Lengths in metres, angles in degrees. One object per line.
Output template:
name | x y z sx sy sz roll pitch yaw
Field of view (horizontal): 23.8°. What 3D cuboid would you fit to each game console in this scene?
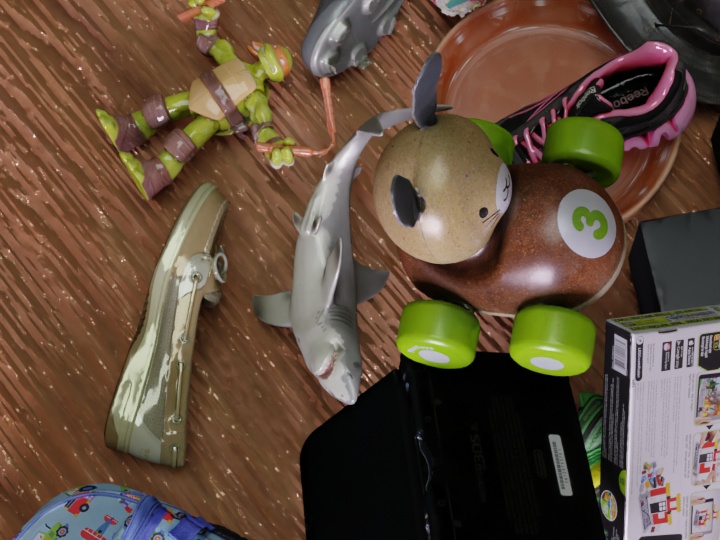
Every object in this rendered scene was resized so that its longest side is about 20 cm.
game console | 0.058 0.163 1.142 0.174 0.117 0.201 3 46 -12

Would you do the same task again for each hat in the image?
hat | 0.265 -0.229 1.279 0.198 0.081 0.203 4 72 -13

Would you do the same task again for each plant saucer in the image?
plant saucer | 0.142 -0.114 1.289 0.198 0.032 0.203 0 71 1

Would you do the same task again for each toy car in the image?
toy car | 0.072 -0.047 1.079 0.156 0.200 0.166 2 67 26

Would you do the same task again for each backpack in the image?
backpack | -0.161 0.228 1.127 0.199 0.135 0.183 32 74 14

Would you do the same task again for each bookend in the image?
bookend | 0.274 -0.032 1.229 0.197 0.092 0.201 -10 70 -1

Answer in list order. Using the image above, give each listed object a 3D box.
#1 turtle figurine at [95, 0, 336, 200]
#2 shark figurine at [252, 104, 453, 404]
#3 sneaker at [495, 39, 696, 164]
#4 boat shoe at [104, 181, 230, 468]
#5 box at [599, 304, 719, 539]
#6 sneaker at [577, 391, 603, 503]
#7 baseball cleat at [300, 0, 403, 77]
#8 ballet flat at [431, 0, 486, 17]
turtle figurine | -0.115 -0.133 1.282 0.160 0.064 0.201 -31 70 -3
shark figurine | -0.004 -0.020 1.231 0.089 0.128 0.217 10 92 -36
sneaker | 0.149 -0.103 1.216 0.199 0.095 0.079 -32 76 -1
boat shoe | -0.125 0.038 1.223 0.062 0.073 0.203 18 75 -1
box | 0.213 0.128 1.135 0.109 0.035 0.203 -6 105 -22
sneaker | 0.109 0.160 1.185 0.199 0.078 0.085 -30 55 -9
baseball cleat | -0.001 -0.238 1.323 0.106 0.070 0.200 31 69 24
ballet flat | 0.111 -0.283 1.289 0.075 0.064 0.202 24 83 -30
